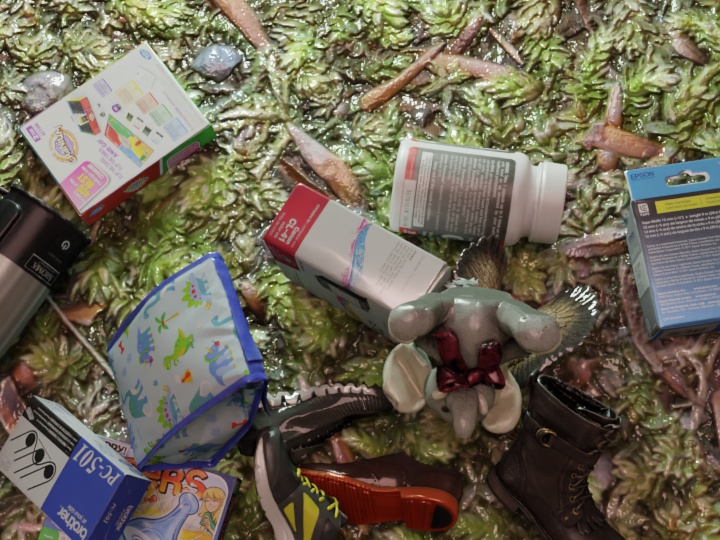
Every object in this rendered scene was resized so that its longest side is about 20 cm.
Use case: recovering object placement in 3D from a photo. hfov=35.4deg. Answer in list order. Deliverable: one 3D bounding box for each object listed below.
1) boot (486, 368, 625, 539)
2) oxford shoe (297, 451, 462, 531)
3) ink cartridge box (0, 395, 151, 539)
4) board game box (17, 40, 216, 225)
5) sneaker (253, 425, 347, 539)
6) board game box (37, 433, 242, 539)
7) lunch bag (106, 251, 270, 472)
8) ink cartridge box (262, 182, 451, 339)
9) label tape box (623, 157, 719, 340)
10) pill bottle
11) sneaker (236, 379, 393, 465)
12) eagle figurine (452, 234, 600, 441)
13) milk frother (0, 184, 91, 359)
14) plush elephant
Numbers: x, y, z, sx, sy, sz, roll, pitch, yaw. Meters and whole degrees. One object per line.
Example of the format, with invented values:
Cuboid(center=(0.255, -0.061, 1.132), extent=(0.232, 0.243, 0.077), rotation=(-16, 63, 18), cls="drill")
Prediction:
Cuboid(center=(0.237, 0.219, 1.222), extent=(0.200, 0.174, 0.069), rotation=(34, 37, 14), cls="boot")
Cuboid(center=(0.019, 0.245, 1.292), extent=(0.200, 0.071, 0.073), rotation=(9, 40, 13), cls="oxford shoe")
Cuboid(center=(-0.325, 0.225, 1.261), extent=(0.200, 0.044, 0.094), rotation=(28, 87, 40), cls="ink cartridge box")
Cuboid(center=(-0.309, -0.176, 1.436), extent=(0.200, 0.040, 0.153), rotation=(-36, 75, -8), cls="board game box")
Cuboid(center=(-0.062, 0.262, 1.257), extent=(0.085, 0.074, 0.200), rotation=(-16, 99, 2), cls="sneaker")
Cuboid(center=(-0.253, 0.276, 1.300), extent=(0.200, 0.034, 0.135), rotation=(15, 75, 7), cls="board game box")
Cuboid(center=(-0.180, 0.103, 1.249), extent=(0.127, 0.200, 0.170), rotation=(1, 53, -38), cls="lunch bag")
Cuboid(center=(0.000, 0.000, 1.306), extent=(0.200, 0.148, 0.086), rotation=(31, 77, 17), cls="ink cartridge box")
Cuboid(center=(0.399, -0.027, 1.345), extent=(0.143, 0.066, 0.200), rotation=(-8, 70, 0), cls="label tape box")
Cuboid(center=(0.141, -0.090, 1.350), extent=(0.200, 0.114, 0.114), rotation=(8, 74, 5), cls="pill bottle")
Cuboid(center=(-0.056, 0.179, 1.307), extent=(0.200, 0.066, 0.091), rotation=(-6, 76, 5), cls="sneaker")
Cuboid(center=(0.155, 0.078, 1.283), extent=(0.200, 0.152, 0.151), rotation=(-61, 39, 17), cls="eagle figurine")
Cuboid(center=(-0.466, -0.020, 1.364), extent=(0.200, 0.181, 0.188), rotation=(17, 69, 53), cls="milk frother")
Cuboid(center=(0.106, 0.100, 1.159), extent=(0.165, 0.200, 0.155), rotation=(4, 100, 1), cls="plush elephant")
